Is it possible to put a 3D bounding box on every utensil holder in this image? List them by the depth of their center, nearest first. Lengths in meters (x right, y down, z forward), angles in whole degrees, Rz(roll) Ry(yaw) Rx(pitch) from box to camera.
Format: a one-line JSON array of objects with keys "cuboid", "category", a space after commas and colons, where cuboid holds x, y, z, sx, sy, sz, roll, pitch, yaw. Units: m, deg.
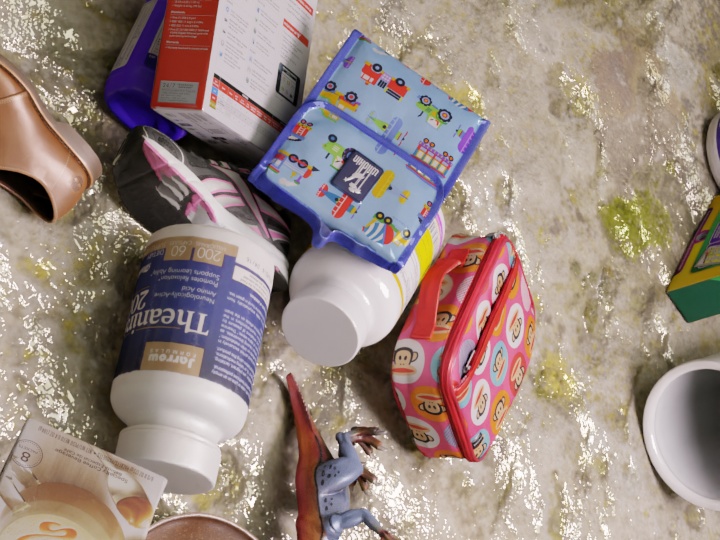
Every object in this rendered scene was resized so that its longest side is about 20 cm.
[{"cuboid": [0.446, 0.164, 1.681, 0.200, 0.170, 0.170, -15, 86, -47], "category": "utensil holder"}]

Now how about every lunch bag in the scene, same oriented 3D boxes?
[{"cuboid": [0.000, -0.088, 1.290, 0.150, 0.094, 0.200, 34, 50, -3], "category": "lunch bag"}, {"cuboid": [0.096, 0.062, 1.402, 0.200, 0.082, 0.176, -63, 145, -38], "category": "lunch bag"}]

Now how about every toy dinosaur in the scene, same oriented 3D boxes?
[{"cuboid": [-0.040, 0.217, 1.264, 0.200, 0.105, 0.181, 34, 41, 11], "category": "toy dinosaur"}]

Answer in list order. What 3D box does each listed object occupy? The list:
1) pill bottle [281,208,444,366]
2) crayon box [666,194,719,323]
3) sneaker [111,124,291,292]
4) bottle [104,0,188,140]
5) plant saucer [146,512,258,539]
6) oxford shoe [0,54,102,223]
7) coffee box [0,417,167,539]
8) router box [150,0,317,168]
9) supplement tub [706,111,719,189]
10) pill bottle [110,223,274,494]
[{"cuboid": [0.000, 0.000, 1.333, 0.104, 0.104, 0.200, 54, 36, -16], "category": "pill bottle"}, {"cuboid": [0.482, -0.037, 1.777, 0.058, 0.172, 0.200, 52, 48, -18], "category": "crayon box"}, {"cuboid": [-0.133, -0.065, 1.281, 0.200, 0.080, 0.087, 47, 43, -38], "category": "sneaker"}, {"cuboid": [-0.157, -0.209, 1.303, 0.084, 0.065, 0.200, 42, 51, -34], "category": "bottle"}, {"cuboid": [-0.136, 0.296, 1.175, 0.200, 0.037, 0.201, 17, 65, -39], "category": "plant saucer"}, {"cuboid": [-0.290, -0.117, 1.147, 0.200, 0.071, 0.071, 45, 55, -25], "category": "oxford shoe"}, {"cuboid": [-0.221, 0.218, 1.014, 0.114, 0.080, 0.200, 25, 45, -11], "category": "coffee box"}, {"cuboid": [-0.103, -0.197, 1.275, 0.200, 0.049, 0.180, 30, 67, -68], "category": "router box"}, {"cuboid": [0.559, -0.164, 1.871, 0.145, 0.200, 0.146, 18, 63, -40], "category": "supplement tub"}, {"cuboid": [-0.139, 0.073, 1.193, 0.111, 0.111, 0.200, 28, 58, -34], "category": "pill bottle"}]
